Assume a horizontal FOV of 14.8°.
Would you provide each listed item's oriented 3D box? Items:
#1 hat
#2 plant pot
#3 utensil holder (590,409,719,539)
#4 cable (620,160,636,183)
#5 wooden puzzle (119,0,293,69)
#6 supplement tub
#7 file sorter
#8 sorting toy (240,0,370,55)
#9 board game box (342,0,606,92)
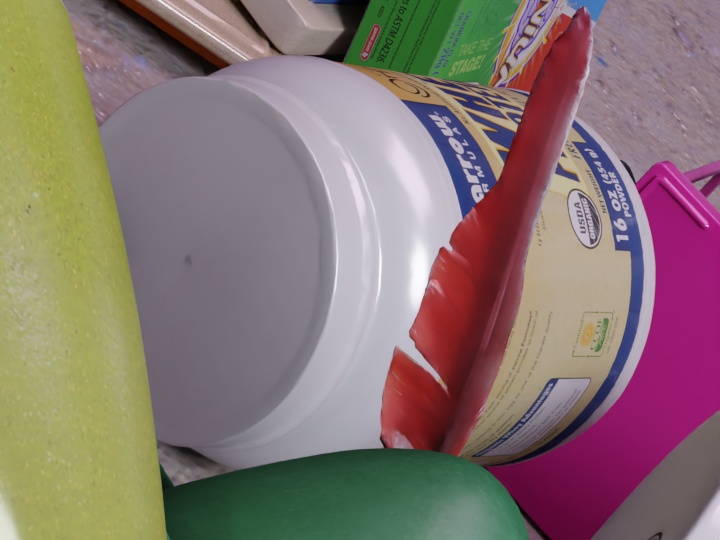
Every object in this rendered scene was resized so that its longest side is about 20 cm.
[{"bbox_3d":[0.041,0.079,0.788,0.166,0.176,0.200,60,-5,49],"label":"hat"},{"bbox_3d":[-0.126,0.054,0.704,0.187,0.187,0.201,0,63,-56],"label":"plant pot"},{"bbox_3d":[0.161,0.163,0.943,0.200,0.170,0.170,41,24,-1],"label":"utensil holder"},{"bbox_3d":[0.125,-0.018,1.289,0.200,0.051,0.163,20,21,-34],"label":"cable"},{"bbox_3d":[-0.104,-0.163,1.228,0.200,0.037,0.185,38,24,-23],"label":"wooden puzzle"},{"bbox_3d":[0.000,0.000,0.986,0.200,0.144,0.145,3,46,-55],"label":"supplement tub"},{"bbox_3d":[0.159,0.069,1.126,0.200,0.139,0.125,48,22,10],"label":"file sorter"},{"bbox_3d":[-0.029,-0.199,1.283,0.199,0.070,0.200,54,21,10],"label":"sorting toy"},{"bbox_3d":[0.065,-0.130,1.278,0.040,0.153,0.200,31,21,18],"label":"board game box"}]
